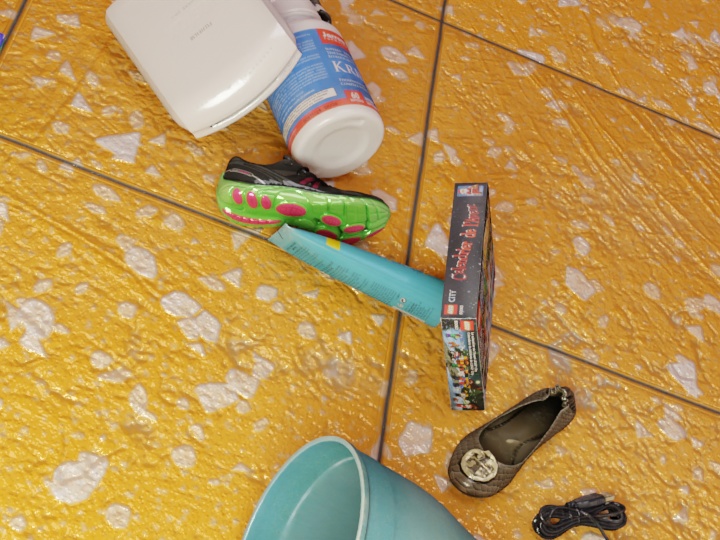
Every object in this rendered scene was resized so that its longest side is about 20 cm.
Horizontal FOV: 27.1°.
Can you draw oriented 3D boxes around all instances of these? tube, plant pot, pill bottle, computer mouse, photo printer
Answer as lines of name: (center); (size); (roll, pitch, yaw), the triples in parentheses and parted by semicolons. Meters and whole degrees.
tube: (0.000, 0.000, 1.578); (0.198, 0.077, 0.051); (23, 68, -12)
plant pot: (0.017, 0.268, 1.262); (0.187, 0.200, 0.202); (27, 41, -26)
pill bottle: (-0.056, -0.214, 1.702); (0.111, 0.113, 0.202); (-4, 54, -31)
computer mouse: (0.258, 0.306, 1.455); (0.109, 0.044, 0.201); (-5, 48, -38)
photo printer: (-0.171, -0.256, 1.655); (0.166, 0.069, 0.201); (-37, 68, 2)

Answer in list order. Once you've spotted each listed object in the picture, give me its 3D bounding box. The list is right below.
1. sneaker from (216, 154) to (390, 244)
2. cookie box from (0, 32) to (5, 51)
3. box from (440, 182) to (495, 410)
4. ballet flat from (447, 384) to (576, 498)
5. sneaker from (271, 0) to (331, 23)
sneaker: (-0.057, -0.084, 1.611); (0.198, 0.077, 0.085); (13, 50, -20)
cookie box: (-0.464, -0.180, 1.476); (0.169, 0.075, 0.202); (20, 45, -12)
box: (0.114, 0.025, 1.560); (0.037, 0.138, 0.201); (0, 45, 9)
ballet flat: (0.160, 0.168, 1.521); (0.067, 0.047, 0.199); (46, 46, 17)
sneaker: (-0.133, -0.336, 1.809); (0.198, 0.067, 0.091); (10, 44, -25)
